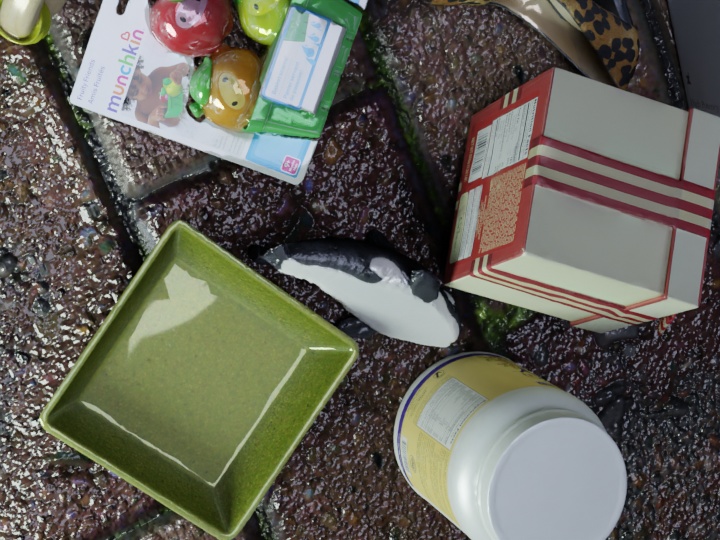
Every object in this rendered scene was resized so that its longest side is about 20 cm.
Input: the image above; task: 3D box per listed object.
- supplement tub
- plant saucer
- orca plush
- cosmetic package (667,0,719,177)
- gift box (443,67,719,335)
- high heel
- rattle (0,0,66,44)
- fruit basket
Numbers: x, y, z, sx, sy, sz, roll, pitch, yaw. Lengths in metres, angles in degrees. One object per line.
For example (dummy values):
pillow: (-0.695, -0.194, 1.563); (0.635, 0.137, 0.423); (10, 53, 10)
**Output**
supplement tub: (0.124, 0.157, 1.430); (0.144, 0.200, 0.147); (-4, 101, -19)
plant saucer: (-0.134, 0.089, 1.410); (0.200, 0.048, 0.200); (36, 87, -21)
orca plush: (0.000, 0.000, 1.446); (0.199, 0.071, 0.105); (14, 140, -17)
cosmetic package: (0.332, -0.185, 1.494); (0.074, 0.102, 0.201); (-20, 105, -16)
gift box: (0.189, -0.055, 1.429); (0.185, 0.200, 0.186); (15, 80, -17)
high heel: (0.149, -0.201, 1.439); (0.199, 0.071, 0.144); (-16, 99, -25)
rattle: (-0.242, -0.278, 1.253); (0.143, 0.130, 0.200); (41, 128, 10)
fruit basket: (-0.106, -0.185, 1.346); (0.199, 0.094, 0.186); (20, 93, -18)
